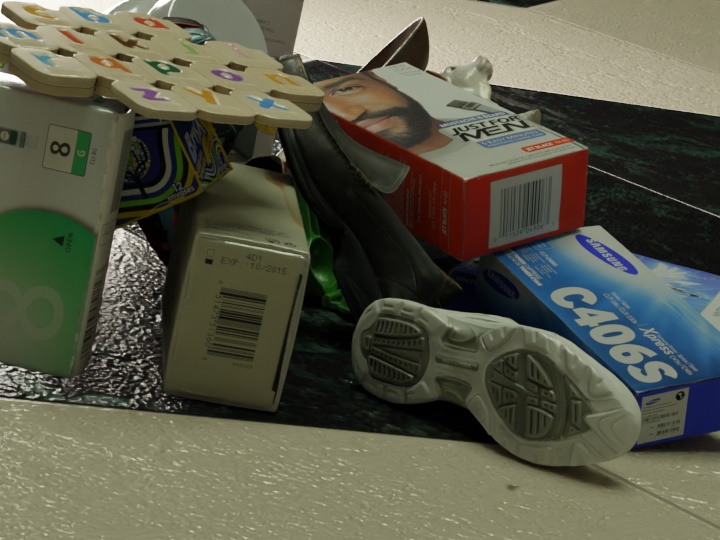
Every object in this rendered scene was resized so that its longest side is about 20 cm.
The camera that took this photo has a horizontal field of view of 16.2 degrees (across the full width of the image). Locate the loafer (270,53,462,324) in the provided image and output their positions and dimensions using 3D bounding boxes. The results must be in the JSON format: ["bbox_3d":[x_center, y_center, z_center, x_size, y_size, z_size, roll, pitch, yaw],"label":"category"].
[{"bbox_3d":[-0.001,-0.054,1.639,0.072,0.200,0.073,-23,13,4],"label":"loafer"}]

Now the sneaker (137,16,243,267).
[{"bbox_3d":[-0.110,-0.077,1.665,0.095,0.200,0.079,-22,43,-12],"label":"sneaker"}]

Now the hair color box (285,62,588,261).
[{"bbox_3d":[0.049,-0.078,1.727,0.111,0.064,0.200,-16,29,-35],"label":"hair color box"}]

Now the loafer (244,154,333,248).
[{"bbox_3d":[-0.054,-0.046,1.823,0.073,0.071,0.200,22,17,37],"label":"loafer"}]

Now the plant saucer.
[{"bbox_3d":[-0.012,-0.116,1.959,0.032,0.200,0.200,44,12,-8],"label":"plant saucer"}]

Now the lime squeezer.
[{"bbox_3d":[0.000,0.000,1.715,0.200,0.071,0.038,48,13,15],"label":"lime squeezer"}]

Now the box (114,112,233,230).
[{"bbox_3d":[-0.184,-0.045,1.529,0.200,0.064,0.070,-23,7,17],"label":"box"}]

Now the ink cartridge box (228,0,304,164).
[{"bbox_3d":[-0.115,-0.148,1.918,0.087,0.201,0.145,10,13,-18],"label":"ink cartridge box"}]

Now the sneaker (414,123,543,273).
[{"bbox_3d":[0.100,-0.036,1.930,0.070,0.082,0.200,5,34,28],"label":"sneaker"}]

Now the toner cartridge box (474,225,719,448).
[{"bbox_3d":[0.163,0.039,1.626,0.095,0.043,0.200,-8,31,-26],"label":"toner cartridge box"}]

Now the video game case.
[{"bbox_3d":[0.177,0.024,1.790,0.200,0.046,0.181,15,14,15],"label":"video game case"}]

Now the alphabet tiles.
[{"bbox_3d":[-0.124,-0.119,1.494,0.200,0.015,0.196,1,23,-37],"label":"alphabet tiles"}]

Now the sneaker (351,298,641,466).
[{"bbox_3d":[0.097,0.061,1.530,0.200,0.078,0.099,23,15,36],"label":"sneaker"}]

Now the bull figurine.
[{"bbox_3d":[0.071,-0.097,1.894,0.121,0.065,0.200,8,34,32],"label":"bull figurine"}]

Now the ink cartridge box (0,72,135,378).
[{"bbox_3d":[-0.242,-0.039,1.475,0.199,0.161,0.050,13,12,5],"label":"ink cartridge box"}]

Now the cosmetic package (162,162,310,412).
[{"bbox_3d":[-0.079,0.005,1.553,0.071,0.105,0.200,11,16,-7],"label":"cosmetic package"}]

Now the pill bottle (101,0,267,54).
[{"bbox_3d":[-0.160,-0.125,1.782,0.119,0.120,0.200,-3,-14,-44],"label":"pill bottle"}]

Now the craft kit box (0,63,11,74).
[{"bbox_3d":[-0.262,-0.085,1.611,0.197,0.049,0.200,2,-19,-9],"label":"craft kit box"}]
